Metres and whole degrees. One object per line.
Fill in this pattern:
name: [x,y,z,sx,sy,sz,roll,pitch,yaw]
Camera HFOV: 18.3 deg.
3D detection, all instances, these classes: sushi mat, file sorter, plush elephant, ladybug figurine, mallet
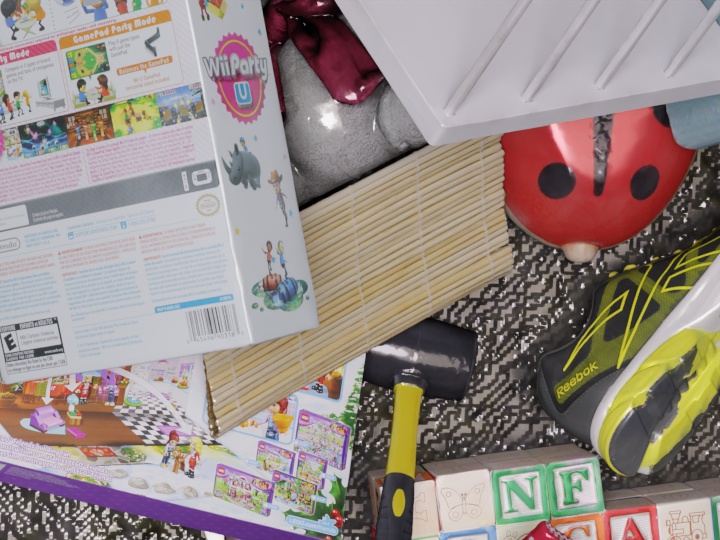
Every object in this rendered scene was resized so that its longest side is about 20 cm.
sushi mat: [0.000,0.000,1.094,0.200,0.012,0.096,-29,125,-30]
file sorter: [0.096,-0.160,0.988,0.200,0.125,0.139,-13,60,-38]
plush elephant: [-0.026,-0.120,1.079,0.164,0.200,0.155,-26,93,24]
ladybug figurine: [0.120,-0.104,1.151,0.135,0.072,0.201,-2,93,-6]
mallet: [0.030,0.100,1.110,0.066,0.200,0.041,7,136,-9]

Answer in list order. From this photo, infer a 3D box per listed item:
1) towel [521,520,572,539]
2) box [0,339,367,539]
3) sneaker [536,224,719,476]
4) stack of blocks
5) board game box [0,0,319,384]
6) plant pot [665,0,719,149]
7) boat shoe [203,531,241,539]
towel: [0.077,0.222,1.130,0.144,0.023,0.200,32,113,-26]
box: [-0.097,0.051,1.093,0.199,0.039,0.137,17,67,-19]
sneaker: [0.166,0.013,1.161,0.200,0.084,0.075,-46,139,-21]
stack of blocks: [0.110,0.152,1.168,0.199,0.059,0.116,-6,93,-6]
board game box: [-0.108,-0.060,0.988,0.147,0.064,0.201,-9,93,32]
plant pot: [0.268,-0.179,1.070,0.196,0.200,0.197,-13,94,-29]
boat shoe: [-0.049,0.172,1.148,0.059,0.072,0.201,-5,87,-3]
